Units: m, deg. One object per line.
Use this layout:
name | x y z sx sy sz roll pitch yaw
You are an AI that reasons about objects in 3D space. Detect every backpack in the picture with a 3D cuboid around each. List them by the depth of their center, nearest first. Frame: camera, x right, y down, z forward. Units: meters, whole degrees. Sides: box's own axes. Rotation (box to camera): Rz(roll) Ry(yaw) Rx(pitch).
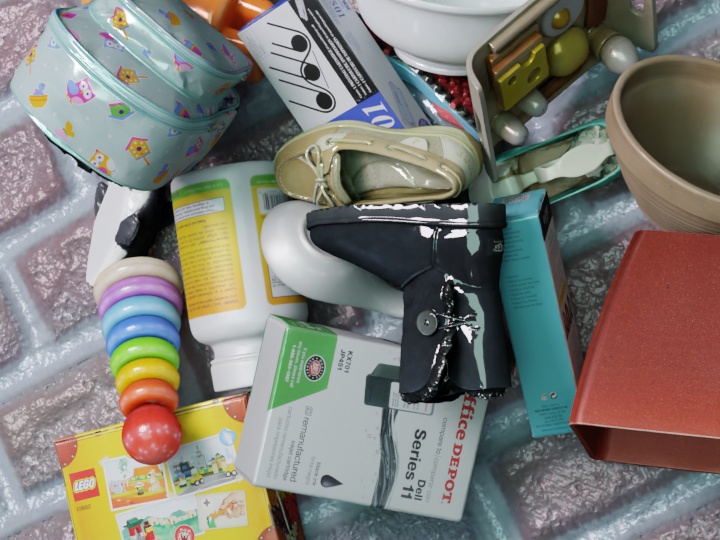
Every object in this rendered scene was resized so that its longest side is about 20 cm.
backpack | -0.197 -0.162 1.546 0.176 0.200 0.153 41 115 0

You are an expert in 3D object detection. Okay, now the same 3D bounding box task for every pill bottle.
pill bottle | -0.108 0.007 1.663 0.110 0.111 0.201 -9 86 14

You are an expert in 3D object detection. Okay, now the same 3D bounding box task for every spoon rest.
spoon rest | 0.000 0.000 1.633 0.199 0.061 0.100 22 50 -14

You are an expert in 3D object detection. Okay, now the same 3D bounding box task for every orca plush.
orca plush | -0.204 -0.075 1.729 0.105 0.071 0.201 2 82 59

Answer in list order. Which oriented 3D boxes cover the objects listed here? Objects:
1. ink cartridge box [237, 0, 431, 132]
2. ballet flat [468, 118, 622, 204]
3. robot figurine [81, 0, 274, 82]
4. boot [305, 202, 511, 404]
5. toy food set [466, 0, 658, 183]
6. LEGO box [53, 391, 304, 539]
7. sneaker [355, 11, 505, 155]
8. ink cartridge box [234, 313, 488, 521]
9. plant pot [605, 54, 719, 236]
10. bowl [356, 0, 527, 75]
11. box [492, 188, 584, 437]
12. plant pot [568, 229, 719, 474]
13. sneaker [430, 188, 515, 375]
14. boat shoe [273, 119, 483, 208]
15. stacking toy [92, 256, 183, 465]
ink cartridge box | -0.014 -0.157 1.611 0.094 0.044 0.200 -26 104 36
ballet flat | 0.157 -0.086 1.621 0.199 0.070 0.068 -24 84 13
robot figurine | -0.174 -0.242 1.688 0.199 0.117 0.145 19 108 13
boot | 0.037 0.028 1.529 0.199 0.076 0.169 0 89 33
toy food set | 0.176 -0.177 1.552 0.200 0.144 0.060 -41 61 -13
LEGO box | -0.170 0.207 1.688 0.199 0.077 0.150 -14 84 13
sneaker | 0.042 -0.153 1.662 0.200 0.079 0.096 36 120 11
ink cartridge box | 0.005 0.132 1.600 0.199 0.083 0.147 12 91 -17
plant pot | 0.296 -0.088 1.551 0.200 0.201 0.093 33 133 13
bowl | 0.080 -0.235 1.606 0.200 0.201 0.091 17 124 14
box | 0.156 0.037 1.579 0.049 0.082 0.201 -10 105 14
plant pot | 0.294 0.070 1.529 0.199 0.200 0.177 5 76 14
sneaker | 0.086 0.002 1.581 0.086 0.080 0.201 -52 55 48
boat shoe | 0.006 -0.085 1.574 0.200 0.063 0.074 2 120 26
stacking toy | -0.195 0.087 1.652 0.085 0.085 0.201 -22 51 12
